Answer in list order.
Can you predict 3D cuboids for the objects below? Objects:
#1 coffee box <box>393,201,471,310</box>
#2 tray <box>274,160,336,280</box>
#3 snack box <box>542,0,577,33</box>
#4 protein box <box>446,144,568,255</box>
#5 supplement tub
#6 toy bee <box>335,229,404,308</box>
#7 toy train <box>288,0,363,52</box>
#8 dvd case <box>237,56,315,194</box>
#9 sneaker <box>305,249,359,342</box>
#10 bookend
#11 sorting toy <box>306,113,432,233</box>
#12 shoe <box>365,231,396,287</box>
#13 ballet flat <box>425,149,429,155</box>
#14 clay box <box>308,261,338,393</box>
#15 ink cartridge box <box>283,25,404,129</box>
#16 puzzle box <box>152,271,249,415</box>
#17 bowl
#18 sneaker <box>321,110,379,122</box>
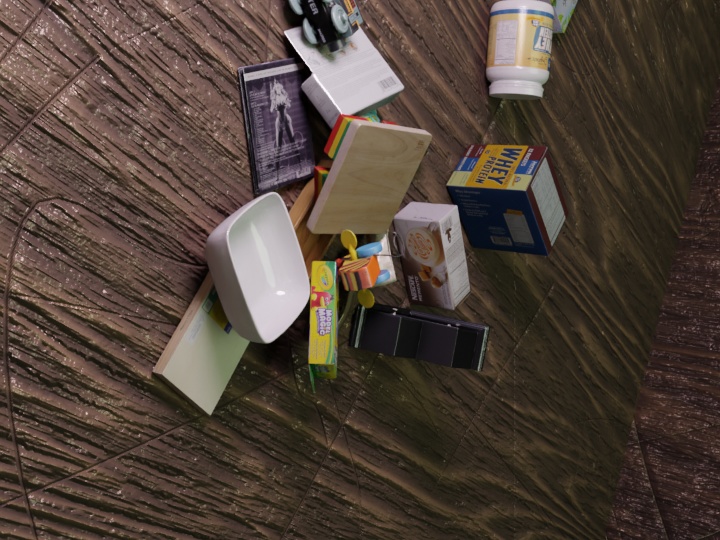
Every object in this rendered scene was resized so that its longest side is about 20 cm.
[{"bbox_3d":[0.148,-0.030,1.798,0.080,0.113,0.203,-40,128,-43],"label":"coffee box"},{"bbox_3d":[-0.082,-0.085,1.536,0.202,0.037,0.099,-61,139,-26],"label":"tray"},{"bbox_3d":[0.505,-0.723,2.213,0.143,0.052,0.202,52,55,-46],"label":"snack box"},{"bbox_3d":[0.329,-0.158,1.950,0.136,0.196,0.201,-58,137,-30],"label":"protein box"},{"bbox_3d":[0.357,-0.494,1.974,0.144,0.143,0.204,-4,99,-53],"label":"supplement tub"},{"bbox_3d":[0.000,0.000,1.516,0.199,0.107,0.133,9,70,-66],"label":"toy bee"},{"bbox_3d":[-0.067,-0.464,1.442,0.202,0.084,0.114,63,34,-22],"label":"toy train"},{"bbox_3d":[-0.135,-0.242,1.450,0.148,0.016,0.204,-27,117,-49],"label":"dvd case"},{"bbox_3d":[-0.031,0.063,1.605,0.202,0.070,0.076,-64,144,-22],"label":"sneaker"},{"bbox_3d":[0.115,0.128,1.708,0.199,0.196,0.094,12,89,-53],"label":"bookend"},{"bbox_3d":[0.001,-0.166,1.491,0.198,0.069,0.201,-3,126,-50],"label":"sorting toy"},{"bbox_3d":[0.037,-0.063,1.640,0.070,0.052,0.203,55,29,-62],"label":"shoe"},{"bbox_3d":[0.067,-0.240,1.711,0.199,0.067,0.057,-9,143,-52],"label":"ballet flat"},{"bbox_3d":[-0.061,0.098,1.480,0.115,0.047,0.204,88,2,-73],"label":"clay box"},{"bbox_3d":[-0.034,-0.350,1.516,0.175,0.043,0.199,53,42,2],"label":"ink cartridge box"},{"bbox_3d":[-0.232,0.107,1.373,0.133,0.025,0.202,53,55,-44],"label":"puzzle box"},{"bbox_3d":[-0.165,-0.002,1.366,0.200,0.074,0.203,-48,125,-58],"label":"bowl"},{"bbox_3d":[0.016,-0.261,1.577,0.200,0.077,0.080,43,49,-25],"label":"sneaker"}]
